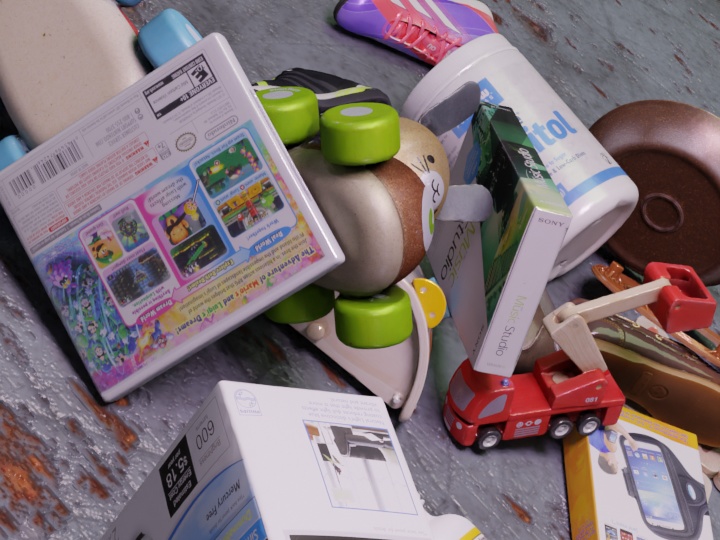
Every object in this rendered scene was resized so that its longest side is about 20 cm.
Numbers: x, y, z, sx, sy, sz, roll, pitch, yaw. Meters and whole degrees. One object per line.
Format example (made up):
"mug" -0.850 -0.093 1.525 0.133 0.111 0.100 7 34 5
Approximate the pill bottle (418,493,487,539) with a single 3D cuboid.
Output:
"pill bottle" 0.063 0.240 1.266 0.200 0.112 0.112 46 36 10

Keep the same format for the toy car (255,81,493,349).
"toy car" 0.028 -0.060 1.355 0.200 0.164 0.158 -22 27 -39

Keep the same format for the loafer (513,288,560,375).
"loafer" 0.110 0.006 1.594 0.071 0.073 0.200 2 49 -40

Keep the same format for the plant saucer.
"plant saucer" 0.283 -0.061 1.719 0.200 0.200 0.037 40 46 1

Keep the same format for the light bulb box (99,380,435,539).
"light bulb box" -0.052 0.206 1.124 0.125 0.198 0.200 8 45 -34

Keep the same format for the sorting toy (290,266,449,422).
"sorting toy" 0.000 0.000 1.506 0.200 0.107 0.180 39 16 -1

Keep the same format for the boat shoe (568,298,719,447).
"boat shoe" 0.261 0.085 1.623 0.200 0.070 0.070 28 43 -14

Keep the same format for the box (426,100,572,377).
"box" 0.105 -0.028 1.469 0.036 0.144 0.200 11 25 -17

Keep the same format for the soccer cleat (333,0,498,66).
"soccer cleat" 0.062 -0.234 1.821 0.200 0.068 0.073 5 52 -42

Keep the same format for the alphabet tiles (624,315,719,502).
"alphabet tiles" 0.278 0.123 1.670 0.200 0.015 0.196 37 35 -3

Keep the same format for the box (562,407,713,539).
"box" 0.227 0.199 1.514 0.119 0.041 0.200 21 39 -20

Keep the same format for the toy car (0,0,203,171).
"toy car" -0.188 -0.133 1.437 0.177 0.184 0.200 57 10 22

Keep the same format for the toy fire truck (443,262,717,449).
"toy fire truck" 0.171 0.067 1.483 0.200 0.141 0.049 -6 42 -21

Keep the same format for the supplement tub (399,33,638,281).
"supplement tub" 0.143 -0.100 1.691 0.200 0.132 0.132 50 37 15

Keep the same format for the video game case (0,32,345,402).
"video game case" -0.136 -0.035 1.292 0.182 0.200 0.024 61 14 8

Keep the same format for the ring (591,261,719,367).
"ring" 0.297 0.047 1.693 0.200 0.019 0.200 33 10 -6

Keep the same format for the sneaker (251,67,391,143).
"sneaker" -0.062 -0.136 1.619 0.200 0.072 0.083 -3 30 -45
